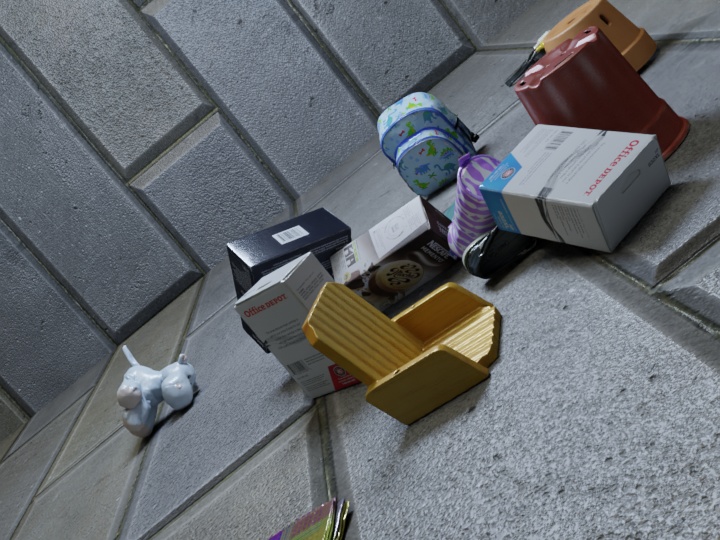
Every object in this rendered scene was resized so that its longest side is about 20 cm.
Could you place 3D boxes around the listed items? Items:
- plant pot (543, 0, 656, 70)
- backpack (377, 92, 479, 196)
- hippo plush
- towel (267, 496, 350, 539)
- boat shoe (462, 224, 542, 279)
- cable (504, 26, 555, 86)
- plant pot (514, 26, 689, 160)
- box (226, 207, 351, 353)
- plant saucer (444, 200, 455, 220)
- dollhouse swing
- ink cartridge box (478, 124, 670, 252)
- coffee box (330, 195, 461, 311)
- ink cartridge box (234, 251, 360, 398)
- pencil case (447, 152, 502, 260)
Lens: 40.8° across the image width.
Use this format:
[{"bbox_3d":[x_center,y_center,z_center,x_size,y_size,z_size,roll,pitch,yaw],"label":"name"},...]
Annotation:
[{"bbox_3d":[0.449,-0.432,1.881,0.200,0.140,0.200,-38,12,9],"label":"plant pot"},{"bbox_3d":[0.142,-0.280,2.142,0.183,0.200,0.147,-32,34,23],"label":"backpack"},{"bbox_3d":[-0.437,0.272,2.139,0.160,0.160,0.200,-10,30,-2],"label":"hippo plush"},{"bbox_3d":[-0.098,0.343,1.093,0.200,0.023,0.144,-37,14,17],"label":"towel"},{"bbox_3d":[0.234,-0.059,1.404,0.199,0.075,0.066,-37,17,8],"label":"boat shoe"},{"bbox_3d":[0.452,-0.575,2.601,0.200,0.050,0.097,-39,14,1],"label":"cable"},{"bbox_3d":[0.341,-0.235,1.421,0.200,0.195,0.201,-37,13,10],"label":"plant pot"},{"bbox_3d":[-0.115,0.016,1.710,0.199,0.183,0.104,-22,35,-24],"label":"box"},{"bbox_3d":[0.223,-0.133,1.798,0.200,0.027,0.200,-38,13,10],"label":"plant saucer"},{"bbox_3d":[0.056,0.064,1.259,0.181,0.176,0.200,-35,12,22],"label":"dollhouse swing"},{"bbox_3d":[0.283,-0.114,1.289,0.145,0.084,0.200,-45,34,-22],"label":"ink cartridge box"},{"bbox_3d":[0.063,-0.023,1.636,0.200,0.113,0.080,-35,46,24],"label":"coffee box"},{"bbox_3d":[-0.078,0.087,1.505,0.144,0.200,0.084,-26,19,46],"label":"ink cartridge box"},{"bbox_3d":[0.178,-0.093,1.477,0.084,0.086,0.200,-31,-23,-17],"label":"pencil case"}]
